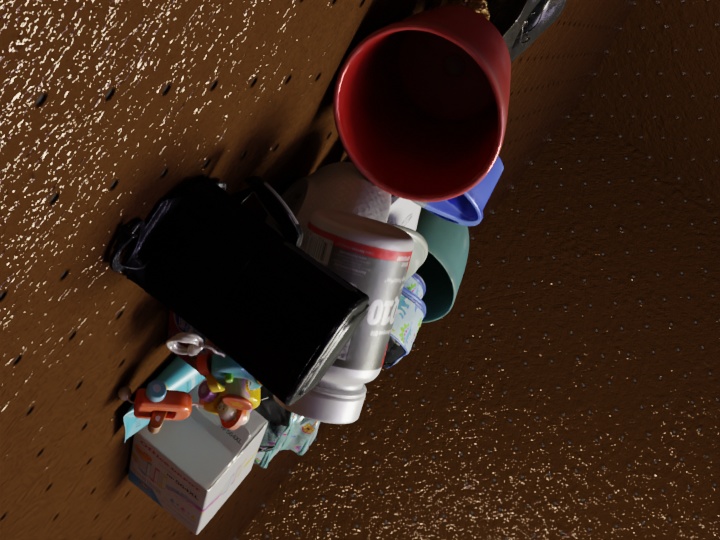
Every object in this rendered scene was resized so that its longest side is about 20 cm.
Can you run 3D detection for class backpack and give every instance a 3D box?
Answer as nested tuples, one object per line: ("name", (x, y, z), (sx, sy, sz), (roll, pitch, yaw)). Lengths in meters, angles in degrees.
("backpack", (0.014, 0.052, 1.907), (0.148, 0.182, 0.200), (-61, -174, -16))
("backpack", (-0.131, 0.183, 1.732), (0.200, 0.152, 0.178), (129, -25, -48))

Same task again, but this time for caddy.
("caddy", (0.088, -0.137, 1.583), (0.106, 0.199, 0.141), (-56, -162, -16))

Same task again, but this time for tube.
("tube", (-0.215, 0.125, 1.462), (0.200, 0.050, 0.078), (-44, 161, -28))

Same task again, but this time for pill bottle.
("pill bottle", (-0.021, 0.048, 1.261), (0.114, 0.112, 0.203), (-24, 130, -73))

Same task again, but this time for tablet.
("tablet", (0.047, -0.062, 1.736), (0.130, 0.014, 0.201), (-43, 165, -21))

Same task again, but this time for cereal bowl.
("cereal bowl", (-0.057, -0.044, 1.393), (0.200, 0.083, 0.201), (-45, -155, 27))

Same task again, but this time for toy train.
("toy train", (-0.174, 0.135, 1.295), (0.200, 0.148, 0.056), (130, -37, -55))

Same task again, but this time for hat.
("hat", (0.232, -0.390, 1.771), (0.201, 0.081, 0.201), (-47, 166, -16))

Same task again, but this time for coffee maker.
("coffee maker", (-0.108, 0.026, 1.106), (0.192, 0.199, 0.135), (-42, 165, -54))

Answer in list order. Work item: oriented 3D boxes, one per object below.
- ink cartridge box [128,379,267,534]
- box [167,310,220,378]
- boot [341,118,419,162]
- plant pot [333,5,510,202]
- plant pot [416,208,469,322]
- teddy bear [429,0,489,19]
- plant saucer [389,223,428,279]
("ink cartridge box", (-0.215, 0.230, 1.580), (0.125, 0.128, 0.201), (-48, 169, -30))
("box", (-0.143, 0.039, 1.318), (0.100, 0.095, 0.201), (-48, 170, -27))
("boot", (0.003, -0.114, 1.512), (0.090, 0.073, 0.200), (-43, -179, -38))
("plant pot", (0.086, -0.206, 1.366), (0.202, 0.199, 0.178), (-59, 178, 34))
("plant pot", (0.092, -0.041, 2.027), (0.162, 0.199, 0.201), (-60, 178, -39))
("teddy bear", (0.102, -0.292, 1.527), (0.145, 0.067, 0.200), (-45, 178, -1))
("plant saucer", (0.000, 0.000, 1.694), (0.201, 0.197, 0.051), (110, -26, -63))
